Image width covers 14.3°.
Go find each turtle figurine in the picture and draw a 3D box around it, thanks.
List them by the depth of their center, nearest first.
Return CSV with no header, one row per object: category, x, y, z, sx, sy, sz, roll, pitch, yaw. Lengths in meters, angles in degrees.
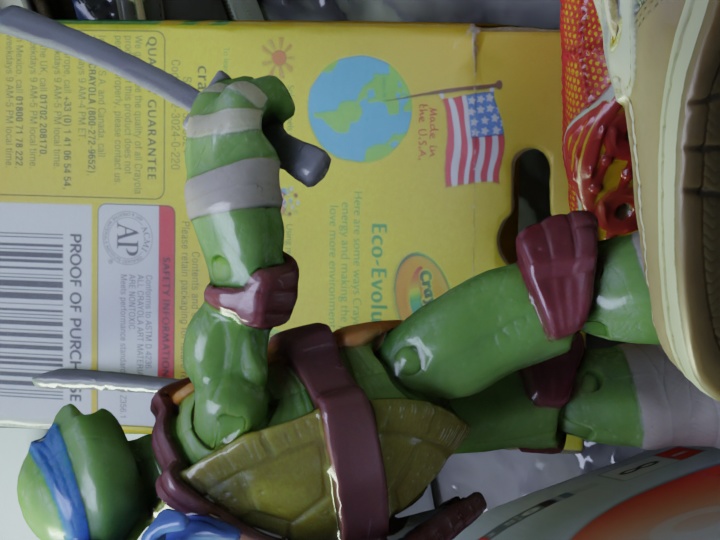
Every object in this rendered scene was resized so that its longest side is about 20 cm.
turtle figurine,0.000,0.000,0.755,0.200,0.193,0.144,-111,14,-64

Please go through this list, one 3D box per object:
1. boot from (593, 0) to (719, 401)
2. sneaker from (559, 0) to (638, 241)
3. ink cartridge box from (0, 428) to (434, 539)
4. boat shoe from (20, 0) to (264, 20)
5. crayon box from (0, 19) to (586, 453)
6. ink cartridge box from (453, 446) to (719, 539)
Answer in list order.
boot,0.062,-0.076,0.661,0.155,0.072,0.201,11,103,60
sneaker,0.086,-0.088,0.781,0.077,0.073,0.201,-120,29,-64
ink cartridge box,-0.056,0.090,0.982,0.200,0.043,0.174,-6,96,46
boat shoe,-0.095,-0.125,0.948,0.072,0.060,0.202,-37,74,44
crayon box,-0.023,-0.012,0.865,0.199,0.051,0.127,3,95,19
ink cartridge box,0.033,0.095,0.740,0.162,0.199,0.050,-175,71,-77
